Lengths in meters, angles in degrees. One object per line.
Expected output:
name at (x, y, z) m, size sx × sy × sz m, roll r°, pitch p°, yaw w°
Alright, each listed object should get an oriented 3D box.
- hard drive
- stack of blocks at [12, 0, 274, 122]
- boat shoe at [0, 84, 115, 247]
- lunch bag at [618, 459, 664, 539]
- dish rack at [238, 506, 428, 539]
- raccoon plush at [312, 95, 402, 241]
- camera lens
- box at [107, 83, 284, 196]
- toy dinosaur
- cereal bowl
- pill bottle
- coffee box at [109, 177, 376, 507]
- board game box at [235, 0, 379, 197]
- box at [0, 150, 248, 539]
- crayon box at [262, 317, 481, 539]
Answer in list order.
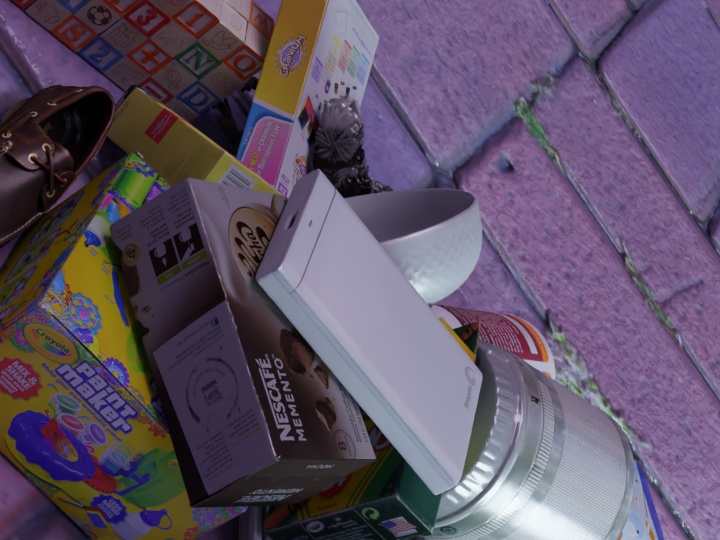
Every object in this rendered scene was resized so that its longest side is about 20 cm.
hard drive at (0.011, 0.041, 1.289) m, size 0.200 × 0.027 × 0.132 m, roll 52°, pitch 28°, yaw -20°
stack of blocks at (-0.180, -0.216, 1.533) m, size 0.200 × 0.115 × 0.059 m, roll 38°, pitch 36°, yaw -29°
boat shoe at (-0.240, -0.080, 1.363) m, size 0.200 × 0.070 × 0.071 m, roll -67°, pitch 141°, yaw -51°
lunch bag at (0.189, 0.250, 1.648) m, size 0.170 × 0.124 × 0.201 m, roll 28°, pitch 35°, yaw -44°
dish rack at (-0.022, 0.229, 1.440) m, size 0.200 × 0.043 × 0.172 m, roll 35°, pitch 39°, yaw -34°
raccoon plush at (0.014, -0.056, 1.611) m, size 0.134 × 0.096 × 0.201 m, roll -51°, pitch 149°, yaw -71°
camera lens at (0.111, 0.154, 1.502) m, size 0.200 × 0.160 × 0.161 m, roll 32°, pitch 40°, yaw -41°
box at (-0.131, -0.083, 1.447) m, size 0.075 × 0.050 × 0.200 m, roll 36°, pitch 1°, yaw -32°
toy dinosaur at (-0.091, -0.114, 1.648) m, size 0.101 × 0.058 × 0.200 m, roll 60°, pitch 35°, yaw -27°
cereal bowl at (0.000, 0.000, 1.452) m, size 0.200 × 0.199 × 0.084 m, roll -32°, pitch 115°, yaw -59°
pill bottle at (0.073, 0.087, 1.632) m, size 0.200 × 0.113 × 0.113 m, roll 10°, pitch 55°, yaw -51°
coffee box at (-0.079, 0.050, 1.245) m, size 0.113 × 0.080 × 0.201 m, roll 10°, pitch 57°, yaw -54°
board game box at (-0.045, -0.136, 1.580) m, size 0.153 × 0.040 × 0.201 m, roll 47°, pitch 56°, yaw -69°
box at (-0.159, 0.062, 1.313) m, size 0.200 × 0.122 × 0.193 m, roll 48°, pitch 32°, yaw -18°
crayon box at (0.011, 0.114, 1.398) m, size 0.051 × 0.127 × 0.201 m, roll 47°, pitch 40°, yaw -29°
